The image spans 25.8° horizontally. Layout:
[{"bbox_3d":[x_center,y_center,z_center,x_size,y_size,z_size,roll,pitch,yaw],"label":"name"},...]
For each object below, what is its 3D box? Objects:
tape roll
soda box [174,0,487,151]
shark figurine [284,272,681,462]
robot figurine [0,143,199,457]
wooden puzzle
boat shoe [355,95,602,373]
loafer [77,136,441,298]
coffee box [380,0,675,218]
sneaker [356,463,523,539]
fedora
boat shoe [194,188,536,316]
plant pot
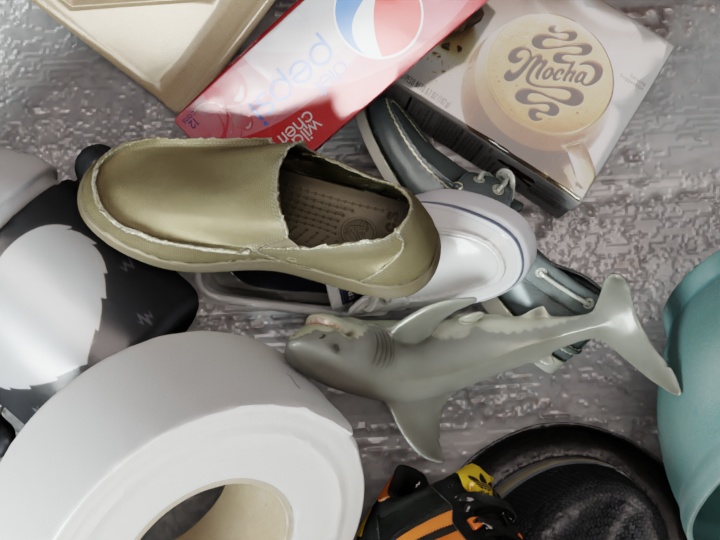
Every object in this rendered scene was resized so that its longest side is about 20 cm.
[{"bbox_3d":[-0.097,0.133,0.848,0.202,0.203,0.071,-38,46,-9],"label":"tape roll"},{"bbox_3d":[-0.008,-0.128,0.879,0.200,0.063,0.070,-39,98,22],"label":"soda box"},{"bbox_3d":[0.060,0.062,0.894,0.213,0.128,0.090,-4,80,-9],"label":"shark figurine"},{"bbox_3d":[-0.173,0.021,0.892,0.200,0.125,0.150,41,55,1],"label":"robot figurine"},{"bbox_3d":[-0.129,-0.221,0.933,0.200,0.037,0.185,39,112,-5],"label":"wooden puzzle"},{"bbox_3d":[0.075,-0.033,0.941,0.062,0.073,0.200,-37,94,17],"label":"boat shoe"},{"bbox_3d":[-0.053,-0.039,0.839,0.199,0.068,0.076,8,61,1],"label":"loafer"},{"bbox_3d":[0.072,-0.135,0.957,0.199,0.080,0.113,33,84,0],"label":"coffee box"},{"bbox_3d":[0.058,0.148,0.847,0.070,0.200,0.091,23,78,-28],"label":"sneaker"},{"bbox_3d":[0.121,0.187,0.911,0.199,0.092,0.202,1,82,-4],"label":"fedora"},{"bbox_3d":[0.000,0.000,0.902,0.199,0.065,0.074,-4,115,25],"label":"boat shoe"},{"bbox_3d":[0.253,0.058,0.906,0.199,0.201,0.135,-17,57,-7],"label":"plant pot"}]
